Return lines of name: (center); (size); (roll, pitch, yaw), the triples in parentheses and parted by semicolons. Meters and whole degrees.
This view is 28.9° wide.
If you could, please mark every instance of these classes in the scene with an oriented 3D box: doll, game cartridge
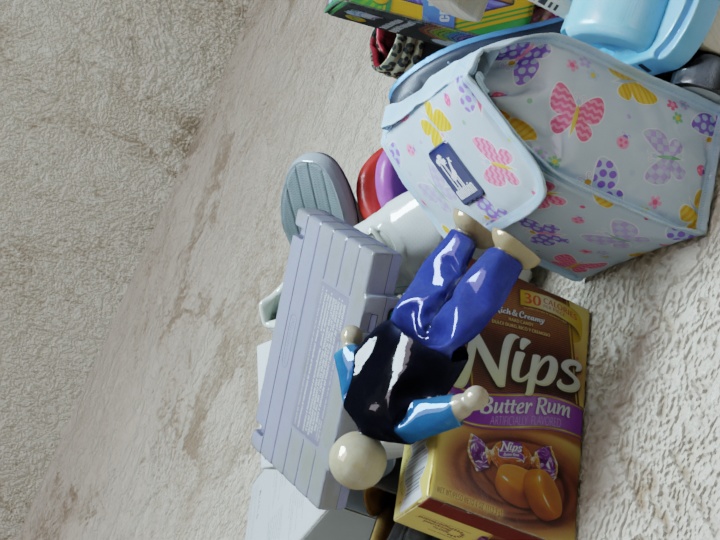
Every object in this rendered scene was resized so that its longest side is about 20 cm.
doll: (0.041, 0.060, 0.940); (0.136, 0.048, 0.200); (30, 85, 44)
game cartridge: (-0.026, 0.065, 1.055); (0.130, 0.038, 0.200); (29, 111, 52)

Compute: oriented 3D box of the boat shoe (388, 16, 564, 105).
boat shoe: (0.118, -0.148, 1.097); (0.200, 0.084, 0.069); (-20, 64, 16)

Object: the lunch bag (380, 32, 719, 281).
lunch bag: (0.125, -0.080, 0.994); (0.170, 0.200, 0.127); (-26, 44, 64)

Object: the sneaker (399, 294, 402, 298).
sneaker: (0.043, 0.077, 1.191); (0.085, 0.075, 0.200); (-55, 30, 0)

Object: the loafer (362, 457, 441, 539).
loafer: (0.038, 0.185, 1.138); (0.073, 0.072, 0.200); (-55, 20, 37)

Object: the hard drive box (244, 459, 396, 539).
hard drive box: (-0.035, 0.220, 1.307); (0.200, 0.077, 0.156); (-53, 22, 39)

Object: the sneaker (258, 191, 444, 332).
sneaker: (0.000, 0.000, 1.130); (0.200, 0.070, 0.080); (-38, -14, 29)

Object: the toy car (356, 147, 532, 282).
toy car: (0.075, -0.063, 1.205); (0.200, 0.150, 0.175); (-14, 55, 69)

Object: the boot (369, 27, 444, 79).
boot: (0.089, -0.224, 1.357); (0.074, 0.154, 0.204); (-55, 21, 35)

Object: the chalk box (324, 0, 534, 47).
chalk box: (0.043, -0.263, 1.161); (0.125, 0.200, 0.124); (-152, 77, -79)

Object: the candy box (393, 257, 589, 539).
candy box: (0.097, 0.099, 0.996); (0.056, 0.117, 0.200); (-45, 28, 49)

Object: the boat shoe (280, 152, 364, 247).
boat shoe: (-0.023, -0.031, 1.274); (0.067, 0.073, 0.200); (-49, -35, -42)

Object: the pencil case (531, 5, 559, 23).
pencil case: (0.167, -0.212, 1.224); (0.088, 0.087, 0.200); (-63, 15, 13)

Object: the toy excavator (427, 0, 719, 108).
toy excavator: (0.165, -0.195, 1.014); (0.100, 0.200, 0.194); (-69, 18, -7)

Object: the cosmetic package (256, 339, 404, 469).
cosmetic package: (-0.004, 0.097, 1.120); (0.200, 0.081, 0.113); (-25, 65, 54)
